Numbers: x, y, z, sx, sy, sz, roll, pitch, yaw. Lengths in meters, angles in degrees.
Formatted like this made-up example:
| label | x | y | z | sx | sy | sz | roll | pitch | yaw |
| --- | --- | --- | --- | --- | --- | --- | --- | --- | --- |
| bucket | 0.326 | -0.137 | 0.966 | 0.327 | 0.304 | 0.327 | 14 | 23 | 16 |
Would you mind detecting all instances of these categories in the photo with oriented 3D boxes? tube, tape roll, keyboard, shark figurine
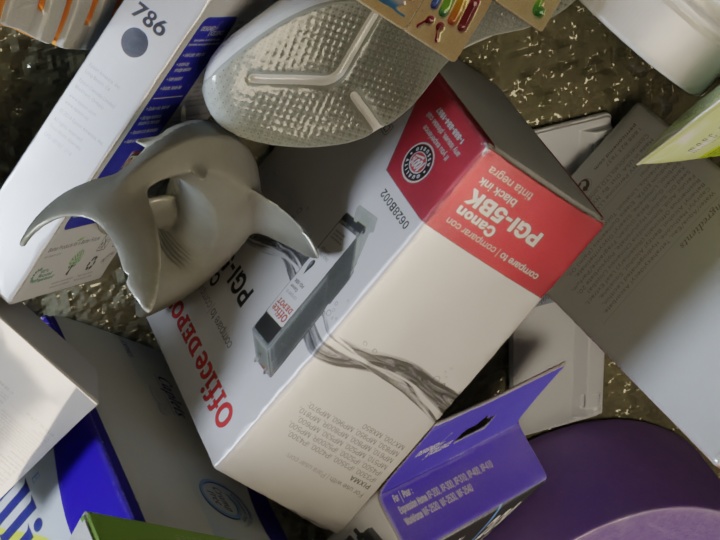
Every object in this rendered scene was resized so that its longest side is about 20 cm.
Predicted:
| label | x | y | z | sx | sy | sz | roll | pitch | yaw |
| --- | --- | --- | --- | --- | --- | --- | --- | --- | --- |
| tube | 0.202 | -0.082 | 1.172 | 0.200 | 0.052 | 0.058 | -14 | 118 | -59 |
| tape roll | 0.134 | 0.190 | 1.376 | 0.200 | 0.085 | 0.200 | -12 | 126 | -17 |
| keyboard | 0.106 | 0.006 | 1.284 | 0.056 | 0.011 | 0.200 | -11 | 126 | -12 |
| shark figurine | -0.062 | -0.027 | 1.065 | 0.128 | 0.089 | 0.214 | -52 | 172 | -2 |

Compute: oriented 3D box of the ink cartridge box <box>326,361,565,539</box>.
| label | x | y | z | sx | sy | sz | roll | pitch | yaw |
| --- | --- | --- | --- | --- | --- | --- | --- | --- | --- |
| ink cartridge box | 0.022 | 0.140 | 1.229 | 0.200 | 0.043 | 0.198 | -48 | 168 | 21 |

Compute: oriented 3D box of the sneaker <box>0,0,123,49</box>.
| label | x | y | z | sx | sy | sz | roll | pitch | yaw |
| --- | --- | --- | --- | --- | --- | --- | --- | --- | --- |
| sneaker | -0.157 | -0.141 | 1.019 | 0.200 | 0.077 | 0.078 | -9 | 133 | -42 |

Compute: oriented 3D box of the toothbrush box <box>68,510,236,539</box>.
| label | x | y | z | sx | sy | sz | roll | pitch | yaw |
| --- | --- | --- | --- | --- | --- | --- | --- | --- | --- |
| toothbrush box | -0.056 | 0.202 | 1.057 | 0.200 | 0.086 | 0.146 | 15 | 115 | -32 |

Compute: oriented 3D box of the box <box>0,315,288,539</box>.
| label | x | y | z | sx | sy | sz | roll | pitch | yaw |
| --- | --- | --- | --- | --- | --- | --- | --- | --- | --- |
| box | -0.143 | 0.156 | 1.161 | 0.105 | 0.184 | 0.200 | 25 | 109 | -34 |

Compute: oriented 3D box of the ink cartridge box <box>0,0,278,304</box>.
| label | x | y | z | sx | sy | sz | roll | pitch | yaw |
| --- | --- | --- | --- | --- | --- | --- | --- | --- | --- |
| ink cartridge box | -0.097 | -0.077 | 1.078 | 0.200 | 0.039 | 0.099 | -53 | 169 | 16 |

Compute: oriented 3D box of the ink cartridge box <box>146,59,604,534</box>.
| label | x | y | z | sx | sy | sz | roll | pitch | yaw |
| --- | --- | --- | --- | --- | --- | --- | --- | --- | --- |
| ink cartridge box | 0.000 | 0.000 | 1.139 | 0.083 | 0.147 | 0.200 | 31 | 106 | -33 |

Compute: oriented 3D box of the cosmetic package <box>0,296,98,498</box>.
| label | x | y | z | sx | sy | sz | roll | pitch | yaw |
| --- | --- | --- | --- | --- | --- | --- | --- | --- | --- |
| cosmetic package | -0.217 | 0.015 | 1.072 | 0.083 | 0.051 | 0.200 | -44 | 108 | 7 |

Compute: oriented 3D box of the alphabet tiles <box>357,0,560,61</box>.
| label | x | y | z | sx | sy | sz | roll | pitch | yaw |
| --- | --- | --- | --- | --- | --- | --- | --- | --- | --- |
| alphabet tiles | 0.058 | -0.196 | 1.027 | 0.166 | 0.006 | 0.200 | 29 | 94 | -38 |

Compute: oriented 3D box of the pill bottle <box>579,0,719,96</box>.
| label | x | y | z | sx | sy | sz | roll | pitch | yaw |
| --- | --- | --- | --- | --- | --- | --- | --- | --- | --- |
| pill bottle | 0.190 | -0.186 | 1.118 | 0.114 | 0.114 | 0.200 | 32 | 106 | -37 |

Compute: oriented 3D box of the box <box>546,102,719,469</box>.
| label | x | y | z | sx | sy | sz | roll | pitch | yaw |
| --- | --- | --- | --- | --- | --- | --- | --- | --- | --- |
| box | 0.196 | 0.033 | 1.209 | 0.106 | 0.200 | 0.152 | -48 | 132 | 6 |

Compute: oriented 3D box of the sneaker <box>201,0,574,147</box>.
| label | x | y | z | sx | sy | sz | roll | pitch | yaw |
| --- | --- | --- | --- | --- | --- | --- | --- | --- | --- |
| sneaker | 0.010 | -0.118 | 1.084 | 0.200 | 0.080 | 0.070 | -29 | 125 | -21 |
